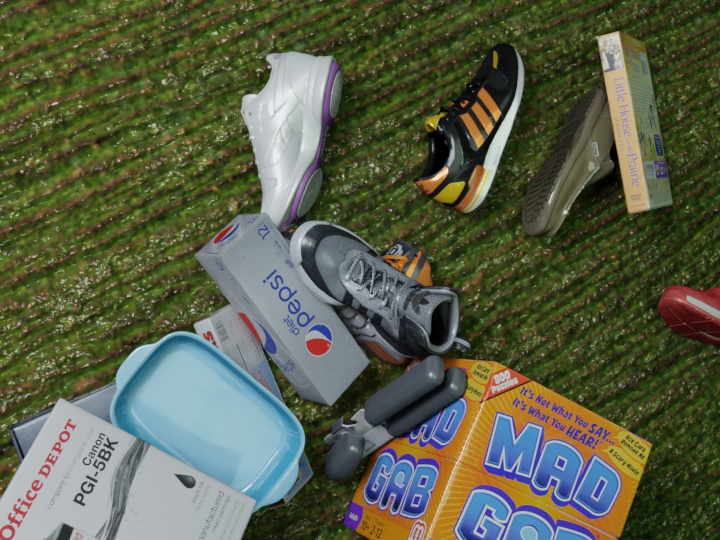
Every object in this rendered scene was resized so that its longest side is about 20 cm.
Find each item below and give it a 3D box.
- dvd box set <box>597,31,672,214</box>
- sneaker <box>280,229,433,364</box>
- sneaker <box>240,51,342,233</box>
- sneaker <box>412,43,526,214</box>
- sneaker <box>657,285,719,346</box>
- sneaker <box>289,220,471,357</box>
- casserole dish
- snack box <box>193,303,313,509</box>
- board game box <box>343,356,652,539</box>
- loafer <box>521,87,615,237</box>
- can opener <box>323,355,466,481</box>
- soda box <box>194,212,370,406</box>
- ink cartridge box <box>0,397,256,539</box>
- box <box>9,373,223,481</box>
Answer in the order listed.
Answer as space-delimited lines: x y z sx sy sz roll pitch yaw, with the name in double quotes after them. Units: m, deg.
0.323 -0.170 1.176 0.146 0.029 0.203 -14 94 -63 "dvd box set"
0.000 0.000 1.073 0.200 0.077 0.113 44 69 -26 "sneaker"
-0.084 -0.131 1.056 0.098 0.075 0.203 15 89 11 "sneaker"
0.119 -0.170 1.122 0.089 0.070 0.202 20 83 -22 "sneaker"
0.450 0.030 1.246 0.199 0.078 0.117 26 70 -30 "sneaker"
0.027 0.019 0.978 0.200 0.113 0.076 40 71 -27 "sneaker"
-0.145 0.145 0.960 0.200 0.039 0.121 41 84 -12 "casserole dish"
-0.107 0.134 1.024 0.024 0.072 0.202 -19 96 24 "snack box"
0.136 0.223 1.039 0.199 0.199 0.202 28 78 -18 "board game box"
0.254 -0.119 1.168 0.067 0.076 0.201 32 76 -13 "loafer"
0.029 0.158 1.011 0.053 0.200 0.067 28 47 -21 "can opener"
-0.077 0.040 1.019 0.068 0.063 0.201 -45 115 -24 "soda box"
-0.212 0.226 0.865 0.198 0.083 0.148 29 56 -9 "ink cartridge box"
-0.221 0.186 0.987 0.198 0.051 0.159 -22 94 -20 "box"
